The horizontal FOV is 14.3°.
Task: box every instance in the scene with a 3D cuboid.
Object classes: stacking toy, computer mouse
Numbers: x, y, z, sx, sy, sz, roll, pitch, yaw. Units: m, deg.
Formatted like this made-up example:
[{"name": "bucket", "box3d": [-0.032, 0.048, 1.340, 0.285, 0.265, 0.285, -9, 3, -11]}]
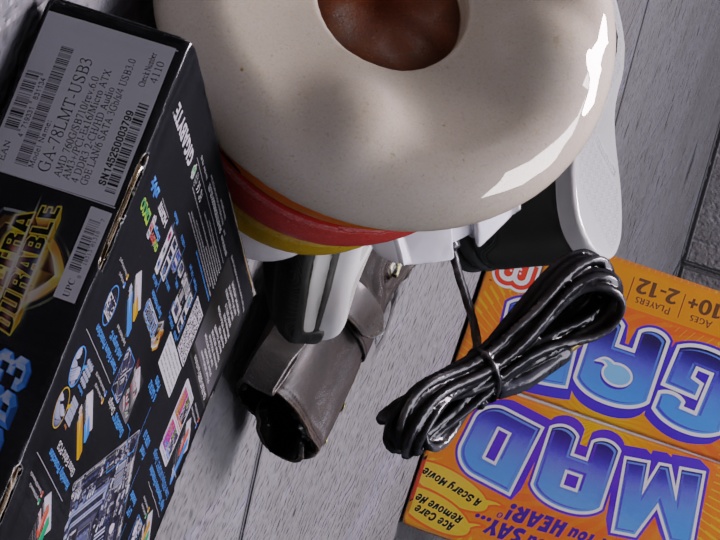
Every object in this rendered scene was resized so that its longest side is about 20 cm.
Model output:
[{"name": "stacking toy", "box3d": [-0.012, -0.049, 0.941, 0.200, 0.146, 0.147, 123, -9, -63]}, {"name": "computer mouse", "box3d": [0.027, -0.040, 1.032, 0.044, 0.109, 0.201, 16, -50, 64]}]

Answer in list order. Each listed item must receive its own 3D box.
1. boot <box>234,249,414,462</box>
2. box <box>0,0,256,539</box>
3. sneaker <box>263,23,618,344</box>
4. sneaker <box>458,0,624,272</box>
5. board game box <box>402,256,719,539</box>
[{"name": "boot", "box3d": [0.000, 0.000, 1.228, 0.175, 0.069, 0.200, -65, 165, -8]}, {"name": "box", "box3d": [-0.092, 0.053, 0.829, 0.200, 0.050, 0.199, 82, 29, -69]}, {"name": "sneaker", "box3d": [0.037, -0.059, 1.089, 0.076, 0.115, 0.201, -136, -120, -71]}, {"name": "sneaker", "box3d": [0.075, -0.086, 1.428, 0.071, 0.099, 0.201, 40, 44, -47]}, {"name": "board game box", "box3d": [0.164, 0.102, 1.856, 0.200, 0.199, 0.201, 30, 78, -79]}]
